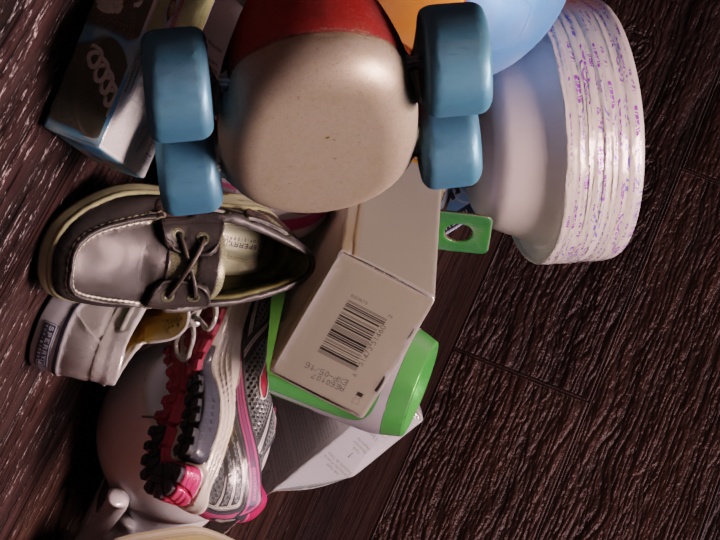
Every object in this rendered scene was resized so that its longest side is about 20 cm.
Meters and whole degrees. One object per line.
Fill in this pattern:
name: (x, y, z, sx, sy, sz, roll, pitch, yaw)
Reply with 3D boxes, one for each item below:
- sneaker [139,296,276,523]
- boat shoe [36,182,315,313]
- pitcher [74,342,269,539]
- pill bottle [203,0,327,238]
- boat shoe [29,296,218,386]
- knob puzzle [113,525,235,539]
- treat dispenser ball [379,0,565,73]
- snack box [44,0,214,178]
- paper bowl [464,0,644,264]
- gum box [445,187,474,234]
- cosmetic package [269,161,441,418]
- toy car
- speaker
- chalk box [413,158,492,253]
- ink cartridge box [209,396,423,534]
sneaker: (-0.088, 0.070, 1.431, 0.080, 0.074, 0.201, -22, -132, 49)
boat shoe: (-0.104, -0.011, 1.310, 0.200, 0.066, 0.072, -5, 111, -51)
pitcher: (-0.145, 0.143, 1.530, 0.172, 0.121, 0.200, -47, 172, -29)
pill bottle: (-0.055, -0.129, 1.403, 0.113, 0.113, 0.201, -56, 164, -56)
boat shoe: (-0.130, 0.022, 1.379, 0.202, 0.086, 0.075, -47, 157, -67)
knob puzzle: (-0.172, 0.233, 1.527, 0.219, 0.031, 0.220, -27, 150, -17)
treat dispenser ball: (0.054, -0.231, 1.546, 0.201, 0.200, 0.202, 21, 90, -81)
snack box: (-0.113, -0.158, 1.227, 0.116, 0.037, 0.201, 45, 66, -81)
paper bowl: (0.137, -0.105, 1.654, 0.201, 0.104, 0.202, 176, -90, -79)
gum box: (0.039, -0.056, 1.828, 0.170, 0.045, 0.200, -32, -170, -21)
cosmetic package: (0.000, 0.000, 1.455, 0.104, 0.073, 0.200, -59, -170, 22)
toy car: (-0.031, -0.151, 1.225, 0.177, 0.183, 0.201, 91, -7, -67)
speaker: (-0.049, 0.049, 1.567, 0.088, 0.199, 0.089, 21, 90, -82)
chalk box: (0.000, -0.049, 1.642, 0.125, 0.199, 0.124, 92, 20, -64)
ink cartridge box: (-0.044, 0.131, 1.809, 0.200, 0.050, 0.162, -43, -153, 14)
